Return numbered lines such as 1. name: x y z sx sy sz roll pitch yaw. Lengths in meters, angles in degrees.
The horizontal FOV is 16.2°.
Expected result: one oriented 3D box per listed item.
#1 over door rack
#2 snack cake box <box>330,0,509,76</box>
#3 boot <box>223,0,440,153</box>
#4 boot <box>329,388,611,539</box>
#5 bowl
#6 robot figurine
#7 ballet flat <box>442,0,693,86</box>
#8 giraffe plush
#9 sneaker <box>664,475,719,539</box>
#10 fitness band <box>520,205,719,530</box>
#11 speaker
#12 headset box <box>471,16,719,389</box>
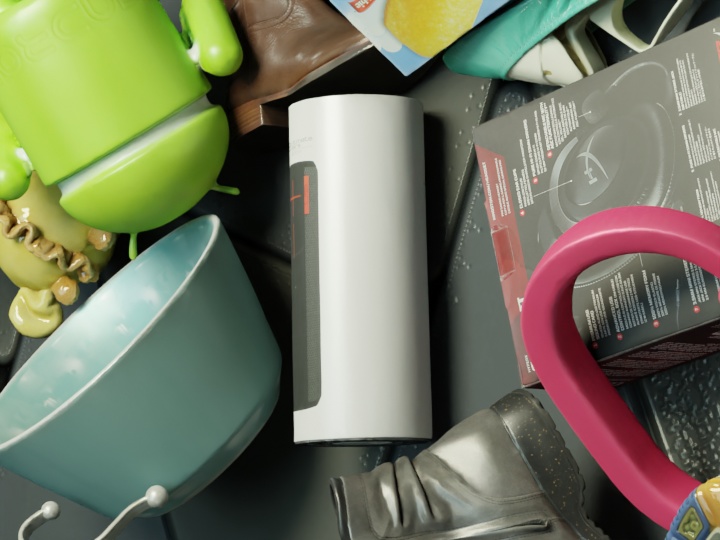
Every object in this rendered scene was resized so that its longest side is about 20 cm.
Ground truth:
1. over door rack: -0.083 0.197 1.465 0.200 0.148 0.067 7 51 29
2. snack cake box: 0.083 -0.205 1.364 0.200 0.067 0.115 -35 19 36
3. boot: -0.033 -0.192 1.519 0.186 0.064 0.200 -24 66 42
4. boot: 0.075 0.173 1.310 0.200 0.132 0.070 59 169 13
5. bowl: -0.124 0.073 1.514 0.201 0.201 0.105 -32 107 37
6. robot figurine: -0.157 -0.110 1.514 0.175 0.116 0.200 -31 96 8
7. ballet flat: 0.124 -0.138 1.362 0.200 0.067 0.070 -35 77 38
8. giraffe plush: -0.216 -0.055 1.628 0.162 0.200 0.173 34 129 12
9. sneaker: 0.171 0.174 1.229 0.075 0.088 0.200 46 126 23
10. fitness band: 0.165 0.056 1.247 0.144 0.037 0.200 -21 112 42
11. speaker: 0.000 0.000 1.456 0.081 0.081 0.200 -7 82 43
12. headset box: 0.151 -0.028 1.314 0.200 0.077 0.149 -24 70 41
